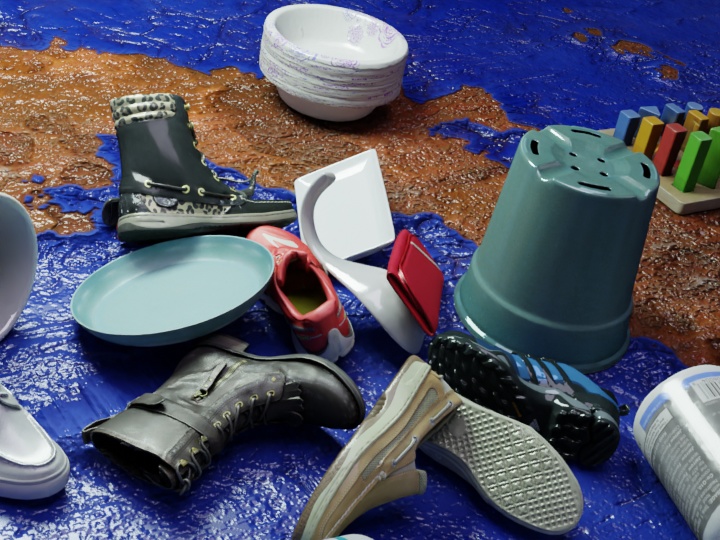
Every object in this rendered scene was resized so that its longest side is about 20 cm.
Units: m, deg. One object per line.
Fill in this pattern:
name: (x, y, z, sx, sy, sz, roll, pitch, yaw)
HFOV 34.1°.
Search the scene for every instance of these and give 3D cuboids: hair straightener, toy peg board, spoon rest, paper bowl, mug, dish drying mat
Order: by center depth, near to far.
mug: (-0.400, -0.028, 1.048, 0.152, 0.188, 0.150, 16, 47, 22)
spoon rest: (0.000, 0.000, 1.176, 0.201, 0.060, 0.099, 58, 13, 5)
dish drying mat: (0.059, 0.007, 1.199, 0.077, 0.018, 0.200, 55, 12, -8)
hair straightener: (-0.201, -0.088, 1.312, 0.199, 0.041, 0.077, -22, 46, -33)
paper bowl: (-0.039, -0.277, 1.595, 0.198, 0.105, 0.202, 8, 33, -5)
toy peg board: (0.459, -0.182, 1.625, 0.198, 0.099, 0.199, -10, 39, -31)

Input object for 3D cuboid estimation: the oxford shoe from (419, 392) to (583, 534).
oxford shoe: (0.112, 0.161, 1.033, 0.199, 0.058, 0.076, 31, 79, 25)

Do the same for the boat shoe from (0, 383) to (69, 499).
boat shoe: (-0.315, 0.112, 0.954, 0.199, 0.069, 0.072, 31, 38, 27)

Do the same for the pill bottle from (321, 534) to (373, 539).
pill bottle: (-0.040, 0.246, 0.807, 0.198, 0.112, 0.111, -5, 37, -25)

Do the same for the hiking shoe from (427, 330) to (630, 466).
hiking shoe: (0.156, 0.114, 1.118, 0.198, 0.075, 0.087, 29, 27, 8)

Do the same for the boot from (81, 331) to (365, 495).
boot: (-0.113, 0.134, 0.999, 0.198, 0.070, 0.174, 13, 32, 21)

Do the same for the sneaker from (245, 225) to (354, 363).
sneaker: (-0.063, 0.005, 1.166, 0.076, 0.085, 0.200, -28, 45, -12)

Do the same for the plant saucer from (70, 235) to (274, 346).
plant saucer: (-0.178, 0.021, 1.127, 0.197, 0.028, 0.201, -8, 25, 4)

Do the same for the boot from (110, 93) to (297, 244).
boot: (-0.169, -0.110, 1.253, 0.201, 0.073, 0.156, -4, 78, -29)

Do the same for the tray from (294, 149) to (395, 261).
tray: (-0.018, -0.064, 1.330, 0.106, 0.022, 0.201, -20, 35, 7)

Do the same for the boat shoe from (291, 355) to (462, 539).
boat shoe: (0.022, 0.161, 0.967, 0.076, 0.072, 0.201, 36, 61, 5)

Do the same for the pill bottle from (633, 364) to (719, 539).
pill bottle: (0.329, 0.187, 1.016, 0.112, 0.115, 0.201, 0, 35, -18)

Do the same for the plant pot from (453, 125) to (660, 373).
plant pot: (0.214, -0.032, 1.230, 0.197, 0.198, 0.201, 8, 32, -5)
